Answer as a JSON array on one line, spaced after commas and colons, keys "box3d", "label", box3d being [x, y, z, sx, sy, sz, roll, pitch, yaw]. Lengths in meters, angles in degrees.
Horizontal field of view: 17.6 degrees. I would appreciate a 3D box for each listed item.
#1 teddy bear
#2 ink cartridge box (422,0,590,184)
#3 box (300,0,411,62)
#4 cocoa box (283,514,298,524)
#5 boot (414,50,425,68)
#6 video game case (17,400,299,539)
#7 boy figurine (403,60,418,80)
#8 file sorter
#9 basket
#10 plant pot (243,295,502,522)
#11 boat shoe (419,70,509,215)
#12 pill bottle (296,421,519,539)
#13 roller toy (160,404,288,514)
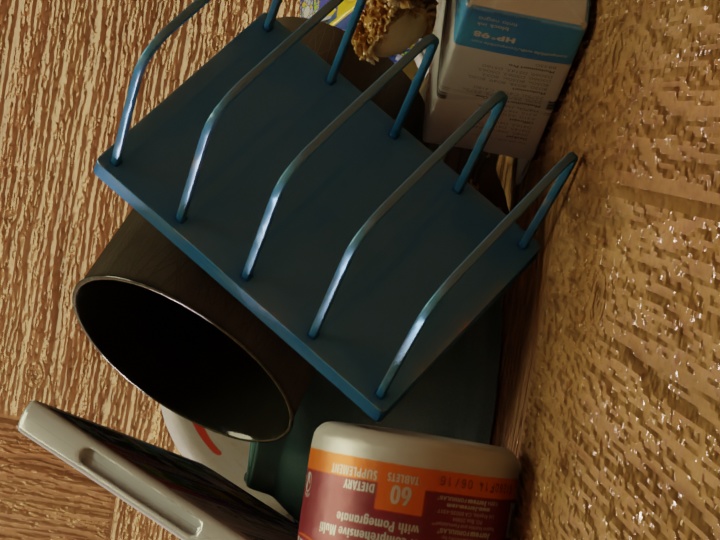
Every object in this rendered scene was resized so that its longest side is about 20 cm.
[{"box3d": [0.023, -0.207, 1.263, 0.145, 0.066, 0.201, 116, 165, -71], "label": "teddy bear"}, {"box3d": [0.078, -0.140, 1.284, 0.200, 0.066, 0.117, 107, 171, -66], "label": "ink cartridge box"}, {"box3d": [0.039, -0.192, 1.406, 0.200, 0.064, 0.071, -31, 51, 51], "label": "box"}, {"box3d": [-0.084, 0.257, 1.634, 0.132, 0.133, 0.200, 65, -166, 4], "label": "cocoa box"}, {"box3d": [0.072, -0.212, 1.474, 0.091, 0.072, 0.201, 94, -178, -56], "label": "boot"}, {"box3d": [-0.076, 0.142, 1.313, 0.023, 0.182, 0.200, -60, -29, 0], "label": "video game case"}, {"box3d": [0.029, -0.145, 1.535, 0.124, 0.200, 0.064, -33, -6, -31], "label": "boy figurine"}, {"box3d": [-0.010, -0.057, 1.178, 0.139, 0.200, 0.123, -44, -11, -30], "label": "file sorter"}, {"box3d": [-0.054, -0.031, 1.308, 0.201, 0.135, 0.181, -62, -16, -21], "label": "basket"}, {"box3d": [0.002, 0.083, 1.415, 0.200, 0.133, 0.202, -172, 90, -86], "label": "plant pot"}, {"box3d": [0.056, -0.036, 1.357, 0.072, 0.067, 0.201, 120, 165, -49], "label": "boat shoe"}, {"box3d": [0.015, 0.183, 1.186, 0.110, 0.109, 0.201, 157, 122, -85], "label": "pill bottle"}, {"box3d": [-0.046, 0.078, 1.637, 0.140, 0.181, 0.201, -3, -88, -82], "label": "roller toy"}]
